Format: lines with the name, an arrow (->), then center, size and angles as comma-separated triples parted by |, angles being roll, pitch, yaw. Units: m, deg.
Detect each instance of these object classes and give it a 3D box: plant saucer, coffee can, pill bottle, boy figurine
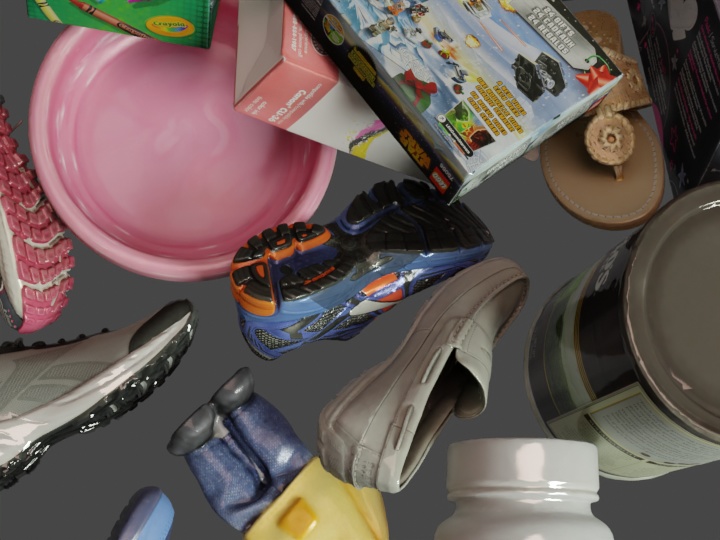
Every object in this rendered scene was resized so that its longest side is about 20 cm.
plant saucer -> -0.115, -0.089, 0.859 | 0.197, 0.051, 0.204 | 2, 75, -9
coffee can -> 0.195, 0.046, 0.799 | 0.144, 0.200, 0.149 | 2, 76, -9
pill bottle -> 0.099, 0.207, 0.790 | 0.111, 0.113, 0.203 | 3, 76, -8
boy figurine -> -0.035, 0.162, 0.806 | 0.124, 0.065, 0.201 | -38, 83, -19

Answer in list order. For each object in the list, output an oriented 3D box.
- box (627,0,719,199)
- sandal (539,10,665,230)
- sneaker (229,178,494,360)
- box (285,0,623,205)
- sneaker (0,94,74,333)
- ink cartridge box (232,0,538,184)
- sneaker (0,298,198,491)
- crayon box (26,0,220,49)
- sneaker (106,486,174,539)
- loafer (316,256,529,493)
box -> 0.258, -0.142, 0.823 | 0.130, 0.115, 0.202 | 2, 54, -7
sandal -> 0.147, -0.121, 0.848 | 0.076, 0.070, 0.213 | -11, 42, 12
sneaker -> 0.000, 0.000, 0.849 | 0.198, 0.079, 0.076 | -16, 52, -28
box -> 0.043, -0.153, 0.776 | 0.136, 0.040, 0.201 | -32, 78, -29
sneaker -> -0.243, -0.051, 0.822 | 0.074, 0.081, 0.202 | -29, 79, 10
ink cartridge box -> 0.020, -0.133, 0.850 | 0.198, 0.067, 0.118 | 18, 58, -29
sneaker -> -0.188, 0.067, 0.799 | 0.198, 0.074, 0.080 | -30, 78, -15
crayon box -> -0.138, -0.244, 0.854 | 0.117, 0.059, 0.202 | 9, 56, -3
sneaker -> -0.133, 0.230, 0.770 | 0.081, 0.074, 0.203 | 14, 82, -7
loafer -> 0.054, 0.065, 0.818 | 0.069, 0.071, 0.200 | 23, 52, 30
